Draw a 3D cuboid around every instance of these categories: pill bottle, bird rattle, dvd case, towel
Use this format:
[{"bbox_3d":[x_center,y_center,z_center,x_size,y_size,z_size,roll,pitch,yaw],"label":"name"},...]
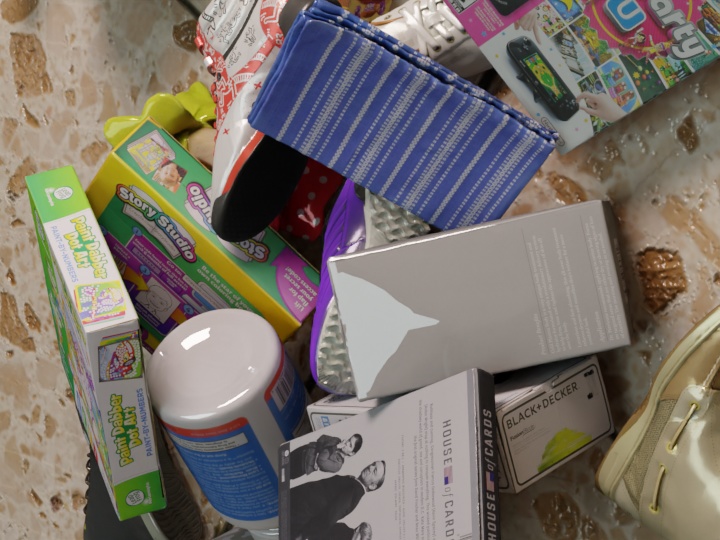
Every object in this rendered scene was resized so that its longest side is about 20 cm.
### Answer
[{"bbox_3d":[-0.084,0.133,1.431,0.112,0.112,0.201,21,148,37],"label":"pill bottle"},{"bbox_3d":[-0.111,-0.067,1.508,0.199,0.113,0.164,30,128,19],"label":"bird rattle"},{"bbox_3d":[0.016,0.165,1.241,0.199,0.025,0.151,-25,55,40],"label":"dvd case"},{"bbox_3d":[0.025,-0.098,1.282,0.199,0.024,0.145,29,141,-5],"label":"towel"}]

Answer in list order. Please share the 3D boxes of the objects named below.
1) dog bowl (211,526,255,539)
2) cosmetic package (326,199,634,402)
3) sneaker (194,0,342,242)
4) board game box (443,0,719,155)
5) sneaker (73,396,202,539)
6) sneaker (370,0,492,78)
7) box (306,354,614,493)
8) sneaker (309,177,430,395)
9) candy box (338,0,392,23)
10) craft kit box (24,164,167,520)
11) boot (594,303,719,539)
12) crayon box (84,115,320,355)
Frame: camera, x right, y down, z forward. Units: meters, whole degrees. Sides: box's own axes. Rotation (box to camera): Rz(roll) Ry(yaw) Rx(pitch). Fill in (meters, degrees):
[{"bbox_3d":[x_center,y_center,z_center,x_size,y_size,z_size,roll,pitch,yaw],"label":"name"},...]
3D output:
[{"bbox_3d":[-0.094,0.313,1.524,0.200,0.058,0.202,20,114,52],"label":"dog bowl"},{"bbox_3d":[0.085,0.020,1.275,0.199,0.090,0.108,-10,91,11],"label":"cosmetic package"},{"bbox_3d":[-0.087,-0.131,1.387,0.108,0.067,0.202,33,109,40],"label":"sneaker"},{"bbox_3d":[0.170,-0.190,1.207,0.200,0.064,0.148,-32,101,39],"label":"board game box"},{"bbox_3d":[-0.229,0.179,1.638,0.106,0.075,0.201,-34,76,36],"label":"sneaker"},{"bbox_3d":[0.057,-0.171,1.328,0.200,0.084,0.073,-39,70,37],"label":"sneaker"},{"bbox_3d":[0.070,0.108,1.322,0.199,0.116,0.061,-4,105,47],"label":"box"},{"bbox_3d":[0.001,0.000,1.389,0.099,0.069,0.201,-10,61,65],"label":"sneaker"},{"bbox_3d":[-0.033,-0.223,1.415,0.116,0.056,0.201,34,119,33],"label":"candy box"},{"bbox_3d":[-0.204,0.055,1.407,0.200,0.048,0.198,-121,24,-47],"label":"craft kit box"},{"bbox_3d":[0.257,0.124,1.210,0.155,0.073,0.201,45,125,27],"label":"boot"},{"bbox_3d":[-0.142,-0.001,1.473,0.200,0.058,0.173,42,140,-2],"label":"crayon box"}]
